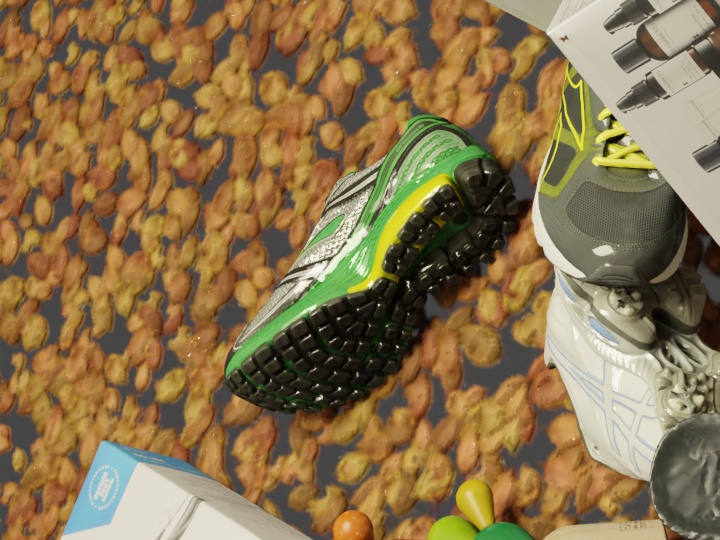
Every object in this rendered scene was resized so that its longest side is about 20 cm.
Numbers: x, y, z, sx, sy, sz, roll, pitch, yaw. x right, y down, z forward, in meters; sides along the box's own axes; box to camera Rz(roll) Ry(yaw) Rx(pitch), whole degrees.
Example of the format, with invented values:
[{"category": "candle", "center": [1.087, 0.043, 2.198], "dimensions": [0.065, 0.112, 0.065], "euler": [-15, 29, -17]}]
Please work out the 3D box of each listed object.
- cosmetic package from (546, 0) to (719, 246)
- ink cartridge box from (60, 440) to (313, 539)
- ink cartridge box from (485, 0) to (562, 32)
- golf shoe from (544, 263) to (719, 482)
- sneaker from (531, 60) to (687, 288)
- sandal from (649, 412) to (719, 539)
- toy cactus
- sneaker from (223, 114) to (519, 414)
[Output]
[{"category": "cosmetic package", "center": [0.178, -0.059, 1.091], "dimensions": [0.083, 0.200, 0.051], "euler": [-31, 18, 36]}, {"category": "ink cartridge box", "center": [-0.088, 0.184, 1.356], "dimensions": [0.200, 0.067, 0.116], "euler": [24, 92, 47]}, {"category": "ink cartridge box", "center": [0.073, -0.224, 1.305], "dimensions": [0.145, 0.085, 0.200], "euler": [-61, 30, 8]}, {"category": "golf shoe", "center": [0.151, 0.075, 1.171], "dimensions": [0.200, 0.078, 0.097], "euler": [62, 146, 37]}, {"category": "sneaker", "center": [0.123, -0.077, 1.179], "dimensions": [0.085, 0.074, 0.200], "euler": [91, -177, -45]}, {"category": "sandal", "center": [0.221, 0.092, 1.045], "dimensions": [0.200, 0.048, 0.075], "euler": [-4, 75, 18]}, {"category": "toy cactus", "center": [0.067, 0.145, 1.179], "dimensions": [0.165, 0.200, 0.102], "euler": [-15, 91, 6]}, {"category": "sneaker", "center": [0.000, 0.000, 1.342], "dimensions": [0.200, 0.078, 0.085], "euler": [-44, 41, 13]}]
